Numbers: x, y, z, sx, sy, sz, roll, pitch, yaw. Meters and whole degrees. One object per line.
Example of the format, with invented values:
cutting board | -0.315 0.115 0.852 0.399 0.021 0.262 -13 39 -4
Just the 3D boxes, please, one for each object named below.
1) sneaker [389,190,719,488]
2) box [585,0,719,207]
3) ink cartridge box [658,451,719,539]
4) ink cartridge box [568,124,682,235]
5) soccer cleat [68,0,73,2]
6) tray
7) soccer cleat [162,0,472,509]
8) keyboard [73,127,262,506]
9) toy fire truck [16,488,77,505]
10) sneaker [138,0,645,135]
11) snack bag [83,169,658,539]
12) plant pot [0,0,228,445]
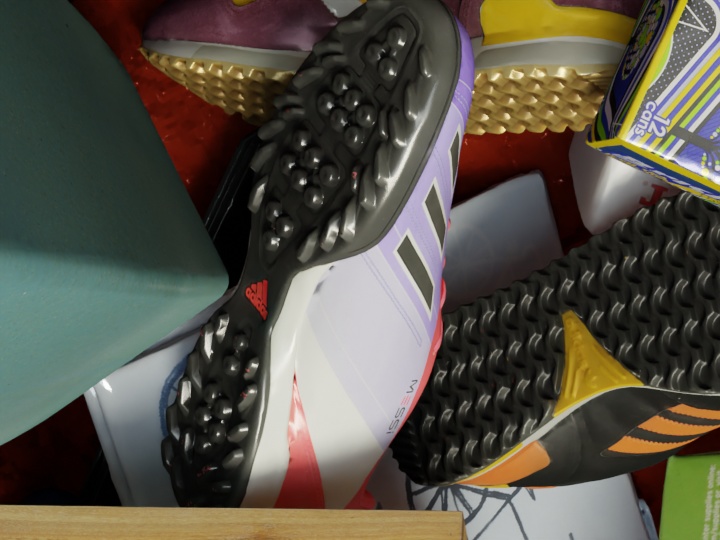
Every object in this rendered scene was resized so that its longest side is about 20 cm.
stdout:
sneaker | 0.106 0.025 0.897 0.199 0.090 0.070 -23 69 32
box | 0.142 -0.116 0.800 0.070 0.064 0.201 24 89 -5
ink cartridge box | 0.170 0.172 0.953 0.075 0.149 0.200 -4 149 26
ink cartridge box | 0.171 -0.094 0.907 0.144 0.084 0.201 16 111 -5
soccer cleat | -0.112 -0.120 0.870 0.199 0.068 0.073 -24 79 -23
tray | -0.063 0.114 0.870 0.199 0.037 0.099 -1 149 6
soccer cleat | 0.000 0.000 0.861 0.073 0.068 0.201 3 121 -34
keyboard | -0.048 0.053 0.968 0.104 0.040 0.201 26 90 -32
toy fire truck | -0.091 0.173 1.008 0.199 0.112 0.169 11 87 -5
sneaker | 0.017 -0.097 0.902 0.199 0.075 0.091 3 75 29
snack bag | 0.011 0.076 0.962 0.199 0.021 0.190 -27 109 -22
plant pot | -0.136 -0.018 0.784 0.141 0.200 0.142 -34 72 21
